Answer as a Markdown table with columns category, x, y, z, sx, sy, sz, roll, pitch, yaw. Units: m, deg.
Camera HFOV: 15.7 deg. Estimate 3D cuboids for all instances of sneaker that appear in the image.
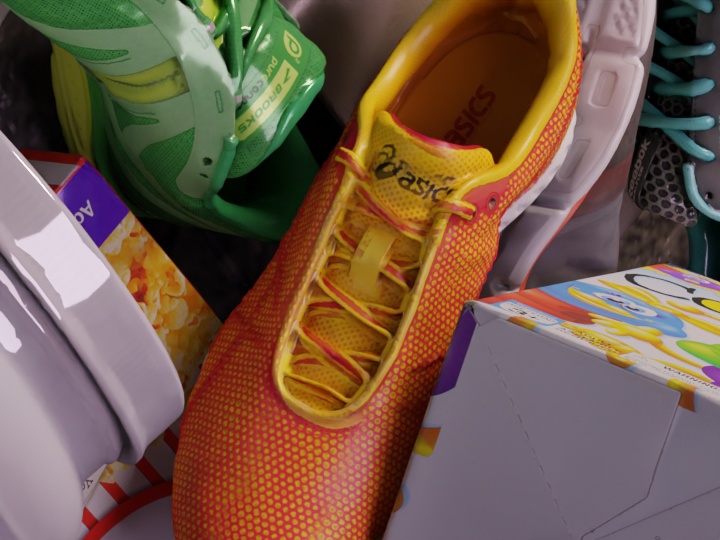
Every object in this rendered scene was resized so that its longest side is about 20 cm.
| category | x | y | z | sx | sy | sz | roll | pitch | yaw |
| --- | --- | --- | --- | --- | --- | --- | --- | --- | --- |
| sneaker | 0.120 | -0.057 | 0.843 | 0.091 | 0.078 | 0.200 | -40 | 125 | -16 |
| sneaker | -0.050 | -0.072 | 0.697 | 0.074 | 0.083 | 0.200 | -61 | 157 | -18 |
| sneaker | 0.000 | 0.000 | 0.709 | 0.077 | 0.073 | 0.200 | 79 | 33 | -67 |
| sneaker | 0.047 | -0.013 | 0.816 | 0.082 | 0.077 | 0.200 | 1 | 111 | -62 |

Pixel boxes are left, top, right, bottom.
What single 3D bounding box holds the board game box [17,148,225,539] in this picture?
| category | x | y | z | sx | sy | sz | roll | pitch | yaw |
| --- | --- | --- | --- | --- | --- | --- | --- | --- | --- |
| board game box | -0.078 | 0.089 | 0.745 | 0.152 | 0.046 | 0.200 | -52 | 123 | -22 |

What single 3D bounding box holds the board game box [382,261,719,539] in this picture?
| category | x | y | z | sx | sy | sz | roll | pitch | yaw |
| --- | --- | --- | --- | --- | --- | --- | --- | --- | --- |
| board game box | 0.091 | 0.066 | 0.757 | 0.200 | 0.103 | 0.105 | -7 | 118 | -68 |

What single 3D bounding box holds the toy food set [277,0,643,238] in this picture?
| category | x | y | z | sx | sy | sz | roll | pitch | yaw |
| --- | --- | --- | --- | --- | --- | --- | --- | --- | --- |
| toy food set | 0.042 | -0.081 | 0.860 | 0.144 | 0.060 | 0.200 | -50 | 128 | -13 |

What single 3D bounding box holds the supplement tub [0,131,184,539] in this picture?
| category | x | y | z | sx | sy | sz | roll | pitch | yaw |
| --- | --- | --- | --- | --- | --- | --- | --- | --- | --- |
| supplement tub | -0.153 | 0.051 | 0.585 | 0.200 | 0.140 | 0.140 | -41 | 126 | -14 |

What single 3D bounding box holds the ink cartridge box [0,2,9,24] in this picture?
| category | x | y | z | sx | sy | sz | roll | pitch | yaw |
| --- | --- | --- | --- | --- | --- | --- | --- | --- | --- |
| ink cartridge box | -0.129 | -0.098 | 0.686 | 0.095 | 0.037 | 0.200 | 47 | 66 | -40 |
